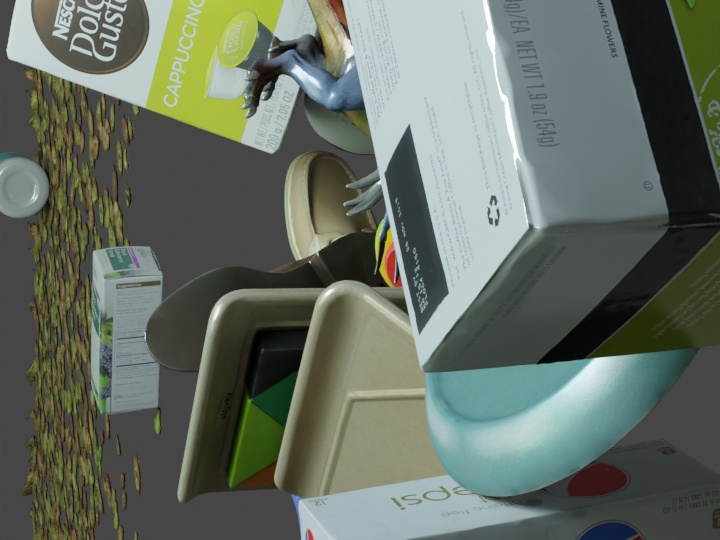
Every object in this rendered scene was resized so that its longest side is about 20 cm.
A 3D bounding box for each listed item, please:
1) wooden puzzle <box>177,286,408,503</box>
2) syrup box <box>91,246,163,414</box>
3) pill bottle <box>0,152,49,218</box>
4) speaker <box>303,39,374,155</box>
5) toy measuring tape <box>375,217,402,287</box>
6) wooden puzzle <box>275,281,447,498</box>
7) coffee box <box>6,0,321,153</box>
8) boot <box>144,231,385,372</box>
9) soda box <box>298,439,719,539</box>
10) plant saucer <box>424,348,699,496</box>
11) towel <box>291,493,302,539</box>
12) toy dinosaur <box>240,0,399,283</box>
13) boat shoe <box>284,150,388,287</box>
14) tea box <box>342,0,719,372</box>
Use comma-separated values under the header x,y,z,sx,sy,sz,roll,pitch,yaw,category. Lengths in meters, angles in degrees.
x,y,z,sx,sy,sz,roll,pitch,yaw,category
-0.009,0.081,0.986,0.186,0.197,0.037,105,152,-43,wooden puzzle
-0.300,0.076,2.031,0.079,0.080,0.202,-125,35,-55,syrup box
-0.648,-0.162,2.965,0.200,0.109,0.112,-156,63,-69,pill bottle
0.020,-0.167,1.038,0.201,0.080,0.082,112,149,-53,speaker
0.049,-0.047,0.986,0.074,0.073,0.202,-120,32,-52,toy measuring tape
0.049,0.117,0.908,0.199,0.037,0.186,33,136,18,wooden puzzle
-0.103,-0.234,1.070,0.201,0.196,0.201,-74,5,-59,coffee box
-0.084,0.057,1.072,0.065,0.185,0.200,64,149,13,boot
0.074,0.133,0.750,0.068,0.197,0.065,-148,53,-67,soda box
0.095,0.012,0.751,0.200,0.027,0.201,-43,25,25,plant saucer
-0.020,0.197,1.316,0.200,0.024,0.146,120,141,-59,towel
0.025,-0.089,0.911,0.105,0.179,0.203,-46,-30,-82,toy dinosaur
0.000,0.000,1.160,0.064,0.071,0.202,-40,66,62,boat shoe
0.110,-0.083,0.610,0.134,0.194,0.202,124,138,-61,tea box
